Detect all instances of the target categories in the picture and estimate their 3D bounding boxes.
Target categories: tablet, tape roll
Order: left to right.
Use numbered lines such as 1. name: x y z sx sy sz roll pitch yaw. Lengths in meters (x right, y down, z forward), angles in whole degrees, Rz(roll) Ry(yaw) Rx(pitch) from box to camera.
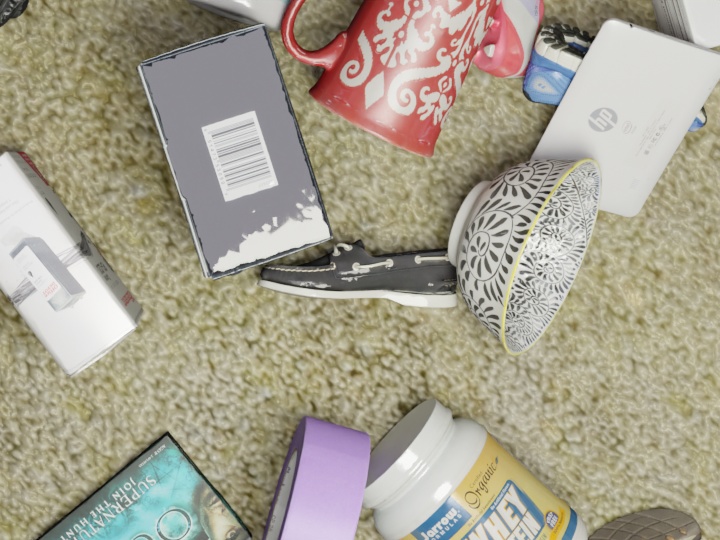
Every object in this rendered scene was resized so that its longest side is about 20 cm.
1. tape roll: -0.049 0.241 1.476 0.065 0.200 0.201 16 93 -6
2. tablet: 0.250 -0.141 1.503 0.130 0.014 0.200 15 127 -14

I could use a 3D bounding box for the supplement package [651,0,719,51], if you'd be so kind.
1. supplement package: 0.381 -0.310 1.512 0.199 0.111 0.156 -17 96 -4

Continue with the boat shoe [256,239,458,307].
1. boat shoe: 0.000 0.000 1.526 0.199 0.074 0.061 4 94 -8

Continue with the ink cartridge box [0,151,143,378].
1. ink cartridge box: -0.293 -0.009 1.465 0.085 0.146 0.200 -35 97 -2

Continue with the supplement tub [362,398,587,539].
1. supplement tub: 0.104 0.234 1.515 0.200 0.145 0.145 42 90 -7

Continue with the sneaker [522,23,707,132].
1. sneaker: 0.246 -0.172 1.538 0.199 0.079 0.089 16 128 -18

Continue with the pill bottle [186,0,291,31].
1. pill bottle: -0.092 -0.334 1.473 0.110 0.111 0.201 18 92 -6

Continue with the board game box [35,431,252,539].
1. board game box: -0.225 0.274 1.551 0.200 0.028 0.135 -40 95 -1

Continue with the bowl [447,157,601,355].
1. bowl: 0.145 -0.029 1.499 0.094 0.201 0.201 24 92 23

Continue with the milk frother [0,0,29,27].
1. milk frother: -0.354 -0.318 1.411 0.187 0.200 0.181 16 97 -5

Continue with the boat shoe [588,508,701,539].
1. boat shoe: 0.253 0.308 1.579 0.199 0.075 0.073 -26 121 -6

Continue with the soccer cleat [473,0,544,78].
1. soccer cleat: 0.148 -0.286 1.528 0.076 0.067 0.201 8 87 -39

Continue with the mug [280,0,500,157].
1. mug: 0.040 -0.228 1.451 0.177 0.133 0.200 18 105 -42

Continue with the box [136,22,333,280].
1. box: -0.114 -0.108 1.446 0.124 0.197 0.201 -18 95 -4
